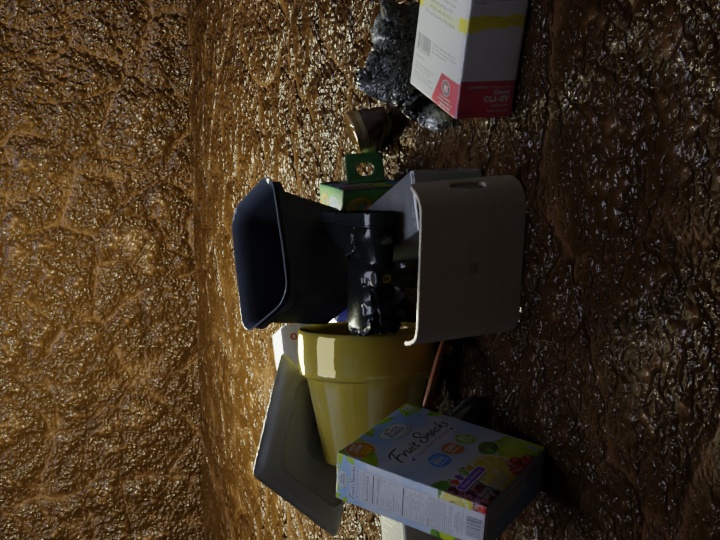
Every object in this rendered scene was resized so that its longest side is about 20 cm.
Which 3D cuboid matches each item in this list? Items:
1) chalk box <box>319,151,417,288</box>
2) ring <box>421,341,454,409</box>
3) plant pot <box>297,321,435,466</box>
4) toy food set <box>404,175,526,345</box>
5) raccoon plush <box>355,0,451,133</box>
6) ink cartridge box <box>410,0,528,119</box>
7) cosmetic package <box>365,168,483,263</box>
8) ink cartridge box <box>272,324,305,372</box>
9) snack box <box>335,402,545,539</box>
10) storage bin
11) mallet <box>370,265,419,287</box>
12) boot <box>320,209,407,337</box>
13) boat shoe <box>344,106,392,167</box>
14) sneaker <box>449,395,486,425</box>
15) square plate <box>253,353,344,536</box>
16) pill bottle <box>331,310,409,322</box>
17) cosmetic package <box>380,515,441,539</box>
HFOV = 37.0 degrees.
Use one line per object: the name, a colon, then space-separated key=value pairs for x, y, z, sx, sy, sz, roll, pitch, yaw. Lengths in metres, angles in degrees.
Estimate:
chalk box: x=0.011 y=-0.078 z=1.651 sx=0.124 sy=0.123 sz=0.203 roll=-152 pitch=59 yaw=-68
ring: x=0.100 y=0.177 z=1.481 sx=0.200 sy=0.019 sz=0.203 roll=16 pitch=-90 yaw=-82
plant pot: x=0.010 y=0.175 z=1.535 sx=0.200 sy=0.198 sz=0.192 roll=-175 pitch=83 yaw=-71
toy food set: x=0.122 y=-0.011 z=1.307 sx=0.060 sy=0.142 sz=0.203 roll=-147 pitch=55 yaw=-62
raccoon plush: x=0.082 y=-0.295 z=1.515 sx=0.199 sy=0.096 sz=0.135 roll=34 pitch=117 yaw=30
ink cartridge box: x=0.133 y=-0.303 z=1.304 sx=0.145 sy=0.082 sz=0.202 roll=-126 pitch=36 yaw=-56
cosmetic package: x=0.086 y=-0.071 z=1.465 sx=0.200 sy=0.105 sz=0.091 roll=155 pitch=110 yaw=-68
ink cartridge box: x=-0.069 y=0.198 z=1.915 sx=0.086 sy=0.145 sz=0.203 roll=135 pitch=128 yaw=-68
snack box: x=0.096 y=0.240 z=1.280 sx=0.198 sy=0.168 sz=0.069 roll=13 pitch=111 yaw=29
storage bin: x=-0.097 y=-0.010 z=1.546 sx=0.145 sy=0.133 sz=0.202 roll=-39 pitch=51 yaw=44
mallet: x=0.092 y=-0.010 z=1.335 sx=0.041 sy=0.198 sz=0.067 roll=16 pitch=101 yaw=48
boot: x=0.001 y=0.000 z=1.464 sx=0.198 sy=0.072 sz=0.165 roll=-169 pitch=76 yaw=-66
boat shoe: x=0.019 y=-0.217 z=1.691 sx=0.200 sy=0.071 sz=0.073 roll=73 pitch=171 yaw=-81
sneaker: x=0.134 y=0.260 z=1.471 sx=0.074 sy=0.084 sz=0.202 roll=-37 pitch=-25 yaw=-60
square plate: x=-0.068 y=0.253 z=1.568 sx=0.028 sy=0.198 sz=0.202 roll=-17 pitch=45 yaw=32
pill bottle: x=-0.001 y=0.074 z=1.741 sx=0.200 sy=0.110 sz=0.113 roll=-135 pitch=44 yaw=-62
cosmetic package: x=0.090 y=0.453 z=1.596 sx=0.103 sy=0.086 sz=0.203 roll=180 pitch=87 yaw=-70
